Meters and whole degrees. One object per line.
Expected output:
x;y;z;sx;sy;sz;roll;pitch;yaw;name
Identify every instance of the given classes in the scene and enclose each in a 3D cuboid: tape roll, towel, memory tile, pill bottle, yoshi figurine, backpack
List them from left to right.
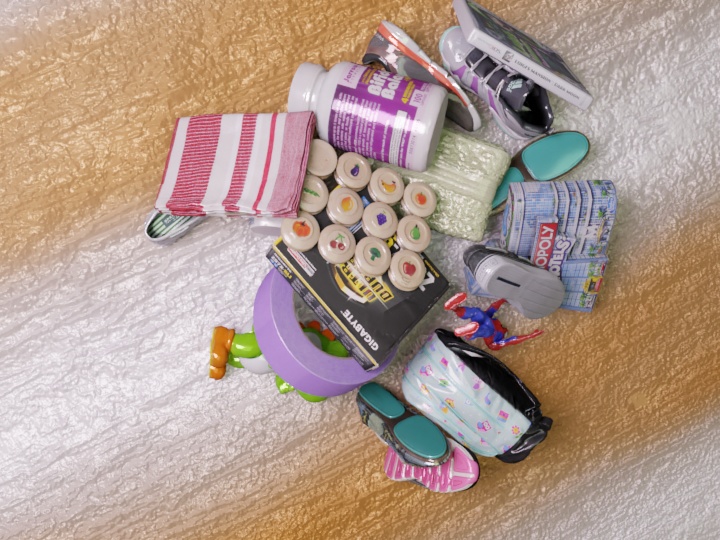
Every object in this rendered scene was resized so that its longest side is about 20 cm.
-0.159;-0.137;0.826;0.195;0.023;0.147;2;69;15;towel
-0.113;0.136;0.917;0.195;0.113;0.114;4;113;-14;yoshi figurine
-0.042;0.061;0.880;0.196;0.066;0.204;14;60;-25;tape roll
0.003;-0.072;0.834;0.196;0.017;0.156;19;68;-14;memory tile
0.009;-0.209;0.862;0.196;0.112;0.115;17;95;9;pill bottle
0.100;-0.133;0.921;0.196;0.036;0.151;21;92;7;towel
0.159;0.179;0.948;0.199;0.167;0.127;38;89;-6;backpack

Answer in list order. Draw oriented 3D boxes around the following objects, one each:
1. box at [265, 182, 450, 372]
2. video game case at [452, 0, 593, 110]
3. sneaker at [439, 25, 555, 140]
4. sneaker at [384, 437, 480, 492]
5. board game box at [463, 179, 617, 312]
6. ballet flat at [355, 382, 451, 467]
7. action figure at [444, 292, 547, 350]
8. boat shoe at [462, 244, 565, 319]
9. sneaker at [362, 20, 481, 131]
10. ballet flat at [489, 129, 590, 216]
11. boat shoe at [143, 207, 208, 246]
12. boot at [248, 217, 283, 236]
0.000;0.000;0.847;0.201;0.049;0.159;49;62;-2;box
0.210;-0.298;0.873;0.179;0.202;0.024;25;122;-14;video game case
0.197;-0.261;0.895;0.199;0.140;0.078;40;95;-13;sneaker
0.117;0.280;0.944;0.086;0.199;0.076;15;70;-26;sneaker
0.255;-0.027;0.948;0.195;0.062;0.203;-3;130;-3;board game box
0.060;0.230;0.920;0.073;0.199;0.076;-11;115;-25;ballet flat
0.198;0.068;0.928;0.097;0.199;0.067;-25;68;17;action figure
0.213;0.007;0.892;0.072;0.071;0.198;-48;137;16;boat shoe
0.084;-0.254;0.921;0.199;0.077;0.082;42;103;-6;sneaker
0.239;-0.139;0.958;0.197;0.071;0.072;-31;102;3;ballet flat
-0.208;-0.105;0.877;0.073;0.067;0.200;42;88;-14;boat shoe
-0.055;-0.090;0.911;0.196;0.072;0.093;8;78;-23;boot
